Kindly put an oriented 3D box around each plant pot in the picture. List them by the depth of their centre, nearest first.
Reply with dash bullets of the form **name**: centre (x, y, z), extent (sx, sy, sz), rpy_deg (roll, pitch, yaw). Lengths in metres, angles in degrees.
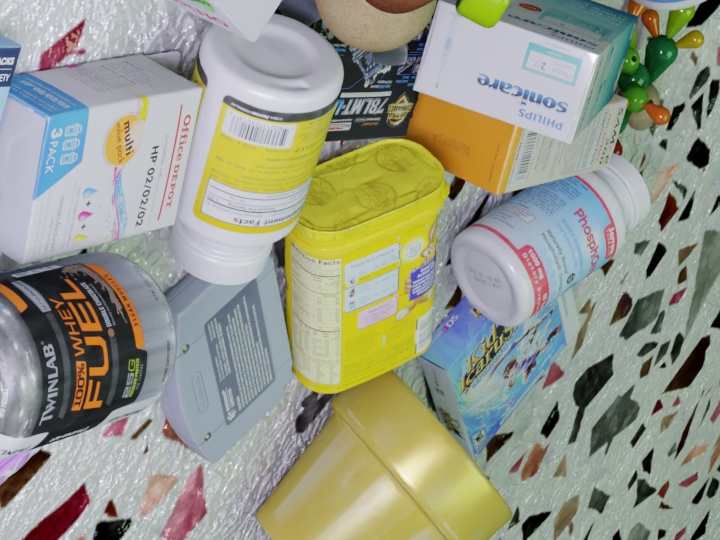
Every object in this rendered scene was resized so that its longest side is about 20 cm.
- **plant pot**: centre (0.012, 0.220, 1.953), extent (0.189, 0.201, 0.201), rpy_deg (-42, 148, -5)

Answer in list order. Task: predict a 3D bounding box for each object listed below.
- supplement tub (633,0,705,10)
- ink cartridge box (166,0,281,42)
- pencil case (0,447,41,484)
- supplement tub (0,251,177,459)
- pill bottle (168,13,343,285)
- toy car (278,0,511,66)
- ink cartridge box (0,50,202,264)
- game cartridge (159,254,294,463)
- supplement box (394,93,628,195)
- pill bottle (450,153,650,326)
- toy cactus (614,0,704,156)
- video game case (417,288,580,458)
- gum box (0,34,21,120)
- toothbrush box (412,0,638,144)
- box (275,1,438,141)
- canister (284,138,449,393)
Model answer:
- **supplement tub**: centre (0.284, -0.351, 1.940), extent (0.132, 0.132, 0.200), rpy_deg (-53, 150, -15)
- **ink cartridge box**: centre (-0.124, -0.275, 1.347), extent (0.147, 0.146, 0.200), rpy_deg (-59, 150, -6)
- **pencil case**: centre (-0.272, 0.125, 1.519), extent (0.200, 0.085, 0.084), rpy_deg (-43, 146, -28)
- **supplement tub**: centre (-0.229, 0.059, 1.409), extent (0.200, 0.122, 0.123), rpy_deg (-17, 129, -55)
- **pill bottle**: centre (-0.089, -0.089, 1.584), extent (0.111, 0.111, 0.201), rpy_deg (-29, 149, -44)
- **toy car**: centre (0.020, -0.227, 1.536), extent (0.200, 0.164, 0.158), rpy_deg (-54, -167, 55)
- **ink cartridge box**: centre (-0.185, -0.086, 1.491), extent (0.200, 0.068, 0.116), rpy_deg (-19, 130, -51)
- **game cartridge**: centre (-0.119, 0.069, 1.762), extent (0.133, 0.041, 0.201), rpy_deg (-40, 144, -26)
- **supplement box**: centre (0.140, -0.138, 1.900), extent (0.200, 0.126, 0.074), rpy_deg (-16, 127, -53)
- **pill bottle**: centre (0.194, -0.037, 2.065), extent (0.200, 0.109, 0.109), rpy_deg (-34, 141, -27)
- **toy cactus**: centre (0.297, -0.192, 2.151), extent (0.201, 0.102, 0.165), rpy_deg (-64, 162, -13)
- **video game case**: centre (0.150, 0.074, 2.179), extent (0.200, 0.045, 0.182), rpy_deg (-50, 148, -20)
- **gum box**: centre (-0.315, -0.060, 1.332), extent (0.170, 0.044, 0.201), rpy_deg (-7, 120, -56)
- **toothbrush box**: centre (0.146, -0.190, 1.789), extent (0.200, 0.146, 0.086), rpy_deg (-42, 151, -65)
- **box**: centre (0.001, -0.206, 1.702), extent (0.200, 0.050, 0.200), rpy_deg (-9, 123, -56)
- **canister**: centre (0.000, 0.000, 1.818), extent (0.148, 0.087, 0.201), rpy_deg (-23, 138, -24)
